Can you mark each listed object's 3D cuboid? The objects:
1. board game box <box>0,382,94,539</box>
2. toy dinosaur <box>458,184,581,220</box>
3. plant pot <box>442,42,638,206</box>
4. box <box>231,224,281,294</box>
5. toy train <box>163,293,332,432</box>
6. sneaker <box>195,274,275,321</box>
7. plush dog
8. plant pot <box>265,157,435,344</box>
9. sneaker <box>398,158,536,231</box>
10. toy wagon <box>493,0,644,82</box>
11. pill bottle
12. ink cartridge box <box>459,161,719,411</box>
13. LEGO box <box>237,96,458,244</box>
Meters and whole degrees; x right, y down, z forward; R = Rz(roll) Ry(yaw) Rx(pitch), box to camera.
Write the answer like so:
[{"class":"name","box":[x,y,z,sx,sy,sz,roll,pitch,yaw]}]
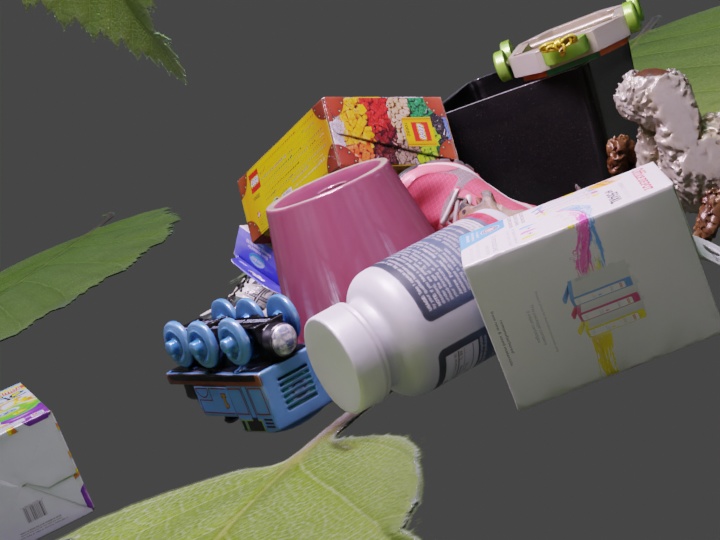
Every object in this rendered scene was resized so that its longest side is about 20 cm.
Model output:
[{"class":"board game box","box":[-0.332,0.184,1.632,0.104,0.104,0.200,-25,11,-16]},{"class":"toy dinosaur","box":[0.167,-0.005,1.604,0.135,0.086,0.201,-32,32,13]},{"class":"plant pot","box":[0.205,-0.132,1.886,0.198,0.179,0.199,-16,12,25]},{"class":"box","box":[-0.043,-0.016,1.902,0.199,0.042,0.119,-5,28,-43]},{"class":"toy train","box":[-0.111,0.089,1.615,0.086,0.115,0.199,-25,11,-33]},{"class":"sneaker","box":[-0.117,0.014,2.079,0.198,0.088,0.076,-26,13,-12]},{"class":"plush dog","box":[0.330,-0.101,1.682,0.197,0.163,0.172,6,-4,-1]},{"class":"plant pot","box":[0.000,0.000,1.653,0.198,0.181,0.200,-22,10,4]},{"class":"sneaker","box":[0.126,-0.051,1.712,0.198,0.074,0.087,20,13,-17]},{"class":"toy wagon","box":[0.214,-0.233,1.783,0.154,0.040,0.200,-20,12,16]},{"class":"pill bottle","box":[0.056,0.039,1.505,0.199,0.121,0.119,-27,11,-24]},{"class":"ink cartridge box","box":[0.192,0.004,1.377,0.198,0.126,0.129,-22,10,6]},{"class":"LEGO box","box":[-0.016,-0.103,1.815,0.148,0.078,0.200,-4,-20,-34]}]
